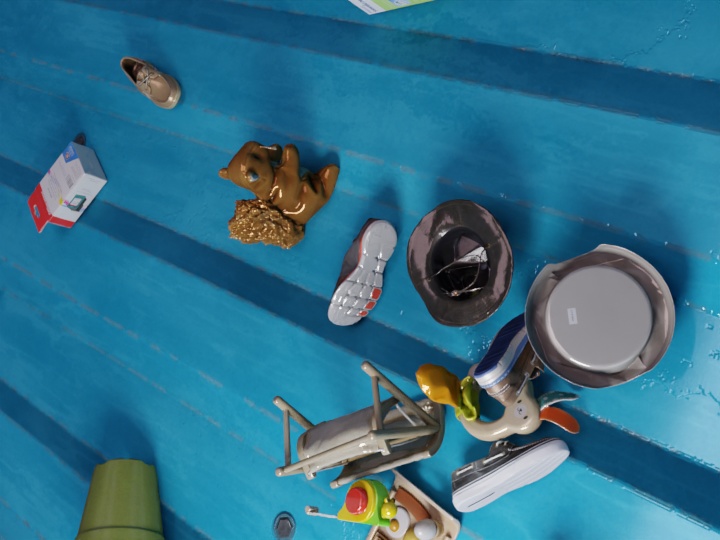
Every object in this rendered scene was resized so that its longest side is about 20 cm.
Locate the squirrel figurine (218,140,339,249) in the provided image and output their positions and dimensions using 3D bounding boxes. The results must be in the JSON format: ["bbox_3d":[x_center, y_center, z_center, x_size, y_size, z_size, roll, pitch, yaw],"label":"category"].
[{"bbox_3d":[-0.167,-0.138,1.700,0.141,0.186,0.202,20,92,39],"label":"squirrel figurine"}]

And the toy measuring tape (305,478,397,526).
[{"bbox_3d":[-0.014,0.364,1.491,0.199,0.073,0.074,-8,74,47],"label":"toy measuring tape"}]

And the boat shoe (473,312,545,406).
[{"bbox_3d":[0.228,0.124,1.353,0.072,0.200,0.073,-26,101,45],"label":"boat shoe"}]

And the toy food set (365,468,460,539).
[{"bbox_3d":[0.057,0.432,1.469,0.143,0.060,0.201,32,99,38],"label":"toy food set"}]

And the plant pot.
[{"bbox_3d":[-0.458,0.472,1.807,0.199,0.200,0.191,-26,51,31],"label":"plant pot"}]

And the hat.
[{"bbox_3d":[0.172,-0.011,1.473,0.199,0.081,0.203,-2,87,39],"label":"hat"}]

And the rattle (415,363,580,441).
[{"bbox_3d":[0.204,0.176,1.361,0.199,0.143,0.130,14,56,49],"label":"rattle"}]

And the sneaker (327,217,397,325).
[{"bbox_3d":[0.000,0.000,1.626,0.201,0.077,0.082,-62,25,8],"label":"sneaker"}]

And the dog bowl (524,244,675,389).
[{"bbox_3d":[0.328,0.067,1.298,0.198,0.059,0.202,-3,75,11],"label":"dog bowl"}]

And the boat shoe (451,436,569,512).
[{"bbox_3d":[0.209,0.283,1.376,0.199,0.072,0.071,-33,53,23],"label":"boat shoe"}]

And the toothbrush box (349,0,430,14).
[{"bbox_3d":[0.077,-0.557,1.672,0.199,0.086,0.147,0,79,40],"label":"toothbrush box"}]

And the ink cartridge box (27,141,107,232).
[{"bbox_3d":[-0.692,-0.187,2.204,0.200,0.067,0.117,-45,55,21],"label":"ink cartridge box"}]

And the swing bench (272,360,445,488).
[{"bbox_3d":[0.001,0.253,1.460,0.198,0.199,0.131,-26,53,31],"label":"swing bench"}]

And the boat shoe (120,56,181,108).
[{"bbox_3d":[-0.470,-0.419,2.085,0.200,0.064,0.072,37,102,38],"label":"boat shoe"}]
